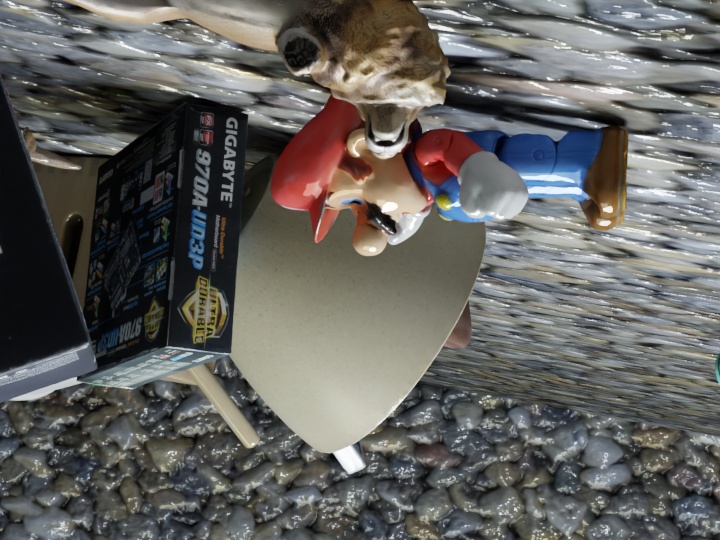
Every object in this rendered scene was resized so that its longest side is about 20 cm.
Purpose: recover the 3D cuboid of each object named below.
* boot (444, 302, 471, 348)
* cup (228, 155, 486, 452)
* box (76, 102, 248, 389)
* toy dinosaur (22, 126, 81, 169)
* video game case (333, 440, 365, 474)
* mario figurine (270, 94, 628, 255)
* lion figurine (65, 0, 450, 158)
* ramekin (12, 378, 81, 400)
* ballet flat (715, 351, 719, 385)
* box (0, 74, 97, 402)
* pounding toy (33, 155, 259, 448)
[{"bbox_3d":[0.041,0.047,1.613,0.064,0.187,0.200,-31,149,24],"label":"boot"},{"bbox_3d":[-0.032,0.003,1.318,0.143,0.201,0.200,34,166,-18],"label":"cup"},{"bbox_3d":[-0.135,-0.011,1.288,0.046,0.159,0.200,9,166,-23],"label":"box"},{"bbox_3d":[-0.316,-0.072,1.441,0.200,0.086,0.135,-29,-145,-28],"label":"toy dinosaur"},{"bbox_3d":[-0.048,0.050,1.537,0.018,0.200,0.143,-26,126,8],"label":"video game case"},{"bbox_3d":[0.048,-0.037,1.084,0.200,0.106,0.124,3,137,7],"label":"mario figurine"},{"bbox_3d":[-0.054,-0.118,0.839,0.200,0.073,0.122,25,-176,2],"label":"lion figurine"},{"bbox_3d":[-0.270,0.011,1.671,0.094,0.203,0.202,-6,165,31],"label":"ramekin"},{"bbox_3d":[0.393,0.090,1.814,0.075,0.068,0.200,-16,167,24],"label":"ballet flat"},{"bbox_3d":[-0.245,-0.022,1.214,0.104,0.200,0.182,-18,175,-9],"label":"box"},{"bbox_3d":[-0.174,0.027,1.579,0.142,0.200,0.184,5,171,39],"label":"pounding toy"}]
